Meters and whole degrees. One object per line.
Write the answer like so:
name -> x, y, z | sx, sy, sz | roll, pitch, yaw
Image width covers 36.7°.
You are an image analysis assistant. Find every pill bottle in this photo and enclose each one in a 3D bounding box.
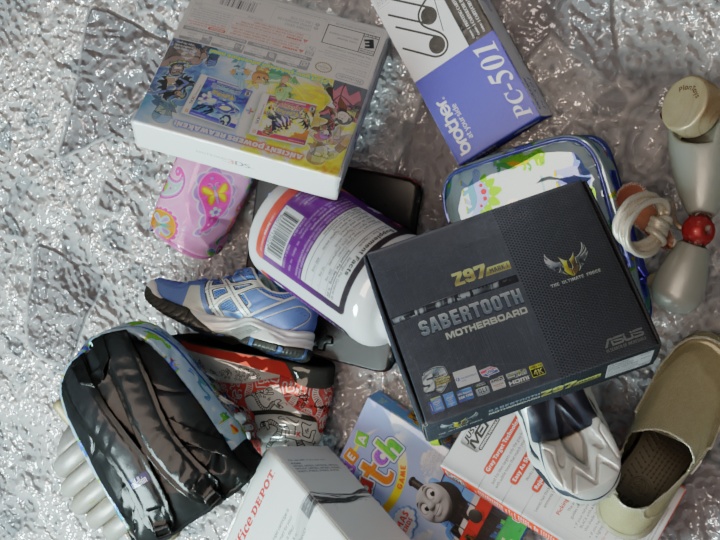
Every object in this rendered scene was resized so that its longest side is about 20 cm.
pill bottle -> 0.000, 0.000, 1.003 | 0.200, 0.111, 0.112 | 34, 110, 30

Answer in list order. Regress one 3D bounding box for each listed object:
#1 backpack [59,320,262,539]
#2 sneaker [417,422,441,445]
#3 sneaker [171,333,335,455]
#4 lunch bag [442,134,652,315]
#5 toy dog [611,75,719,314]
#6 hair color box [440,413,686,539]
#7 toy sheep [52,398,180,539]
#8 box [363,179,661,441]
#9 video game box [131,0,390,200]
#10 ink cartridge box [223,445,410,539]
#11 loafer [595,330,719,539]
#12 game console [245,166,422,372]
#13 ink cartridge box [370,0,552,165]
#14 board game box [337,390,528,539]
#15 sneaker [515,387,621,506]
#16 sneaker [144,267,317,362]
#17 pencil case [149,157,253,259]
backpack -> -0.210, 0.148, 1.087 | 0.163, 0.154, 0.200 | -38, 99, 14
sneaker -> 0.081, 0.067, 1.041 | 0.071, 0.083, 0.201 | -2, 95, 24
sneaker -> -0.126, 0.133, 1.151 | 0.200, 0.067, 0.109 | 10, 98, 20
lunch bag -> 0.174, -0.017, 0.987 | 0.160, 0.082, 0.201 | -16, 92, 24
toy dog -> 0.272, -0.073, 0.927 | 0.132, 0.096, 0.200 | 38, 80, -25
hair color box -> 0.185, 0.195, 1.004 | 0.199, 0.061, 0.102 | 30, 79, 17
toy sheep -> -0.267, 0.217, 1.194 | 0.138, 0.138, 0.200 | -41, 84, 23
box -> 0.119, 0.030, 0.880 | 0.199, 0.051, 0.158 | -18, 64, -1
video game box -> -0.089, -0.173, 1.024 | 0.199, 0.047, 0.183 | 16, 59, 5
ink cartridge box -> -0.037, 0.285, 1.054 | 0.200, 0.083, 0.145 | 41, 114, 41
loafer -> 0.271, 0.141, 0.939 | 0.075, 0.068, 0.201 | 26, 78, 14
game console -> -0.034, -0.009, 1.112 | 0.176, 0.031, 0.201 | 13, 103, 22
ink cartridge box -> 0.090, -0.209, 1.022 | 0.094, 0.044, 0.201 | -31, 84, 26
board game box -> 0.065, 0.238, 1.097 | 0.199, 0.037, 0.152 | 31, 109, 19
sneaker -> 0.165, 0.113, 0.936 | 0.079, 0.130, 0.200 | -23, 63, -3
sneaker -> -0.130, 0.035, 1.115 | 0.199, 0.076, 0.077 | 14, 80, 19
pencil case -> -0.146, -0.110, 1.120 | 0.087, 0.087, 0.201 | 32, 109, 17
